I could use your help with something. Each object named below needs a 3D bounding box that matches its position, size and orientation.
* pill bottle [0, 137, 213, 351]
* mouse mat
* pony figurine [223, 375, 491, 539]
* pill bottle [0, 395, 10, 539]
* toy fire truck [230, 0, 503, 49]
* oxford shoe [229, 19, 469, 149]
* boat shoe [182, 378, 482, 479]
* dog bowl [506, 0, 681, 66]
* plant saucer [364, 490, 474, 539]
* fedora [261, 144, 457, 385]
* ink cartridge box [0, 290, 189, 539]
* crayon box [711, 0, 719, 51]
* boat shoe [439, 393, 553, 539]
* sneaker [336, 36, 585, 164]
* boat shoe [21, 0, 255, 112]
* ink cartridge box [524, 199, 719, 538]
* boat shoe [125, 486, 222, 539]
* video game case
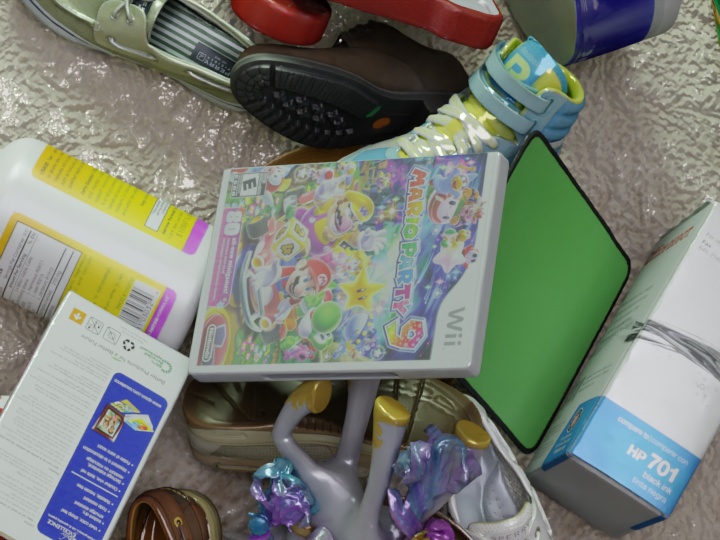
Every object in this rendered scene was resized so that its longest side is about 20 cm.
[{"bbox_3d":[-0.195,-0.020,1.706,0.199,0.104,0.105,27,77,-4],"label":"pill bottle"},{"bbox_3d":[0.114,0.018,1.726,0.008,0.200,0.162,21,73,34],"label":"mouse mat"},{"bbox_3d":[0.003,0.166,1.625,0.193,0.201,0.166,41,30,29],"label":"pony figurine"},{"bbox_3d":[-0.267,0.138,1.661,0.199,0.112,0.113,-1,80,-10],"label":"pill bottle"},{"bbox_3d":[0.002,-0.216,1.744,0.167,0.200,0.113,17,113,-19],"label":"toy fire truck"},{"bbox_3d":[-0.008,-0.130,1.760,0.199,0.073,0.085,9,53,-37],"label":"oxford shoe"},{"bbox_3d":[-0.018,0.108,1.718,0.199,0.065,0.072,2,46,5],"label":"boat shoe"},{"bbox_3d":[0.141,-0.244,1.754,0.078,0.200,0.201,-20,84,-10],"label":"dog bowl"},{"bbox_3d":[0.003,0.248,1.714,0.199,0.034,0.202,0,81,1],"label":"plant saucer"},{"bbox_3d":[0.000,0.000,1.746,0.199,0.082,0.202,2,79,-9],"label":"fedora"},{"bbox_3d":[-0.184,0.115,1.611,0.094,0.037,0.201,30,52,-8],"label":"ink cartridge box"},{"bbox_3d":[0.323,-0.138,1.839,0.118,0.058,0.201,-7,81,-11],"label":"crayon box"},{"bbox_3d":[0.093,0.177,1.737,0.070,0.069,0.201,-24,85,-12],"label":"boat shoe"},{"bbox_3d":[0.064,-0.094,1.691,0.199,0.131,0.080,-19,59,-40],"label":"sneaker"},{"bbox_3d":[-0.144,-0.175,1.763,0.199,0.062,0.072,26,77,-5],"label":"boat shoe"},{"bbox_3d":[0.203,0.069,1.736,0.086,0.146,0.201,33,76,-1],"label":"ink cartridge box"},{"bbox_3d":[-0.128,0.240,1.678,0.072,0.068,0.202,-9,77,22],"label":"boat shoe"},{"bbox_3d":[-0.009,-0.001,1.612,0.199,0.018,0.144,-2,66,28],"label":"video game case"}]
